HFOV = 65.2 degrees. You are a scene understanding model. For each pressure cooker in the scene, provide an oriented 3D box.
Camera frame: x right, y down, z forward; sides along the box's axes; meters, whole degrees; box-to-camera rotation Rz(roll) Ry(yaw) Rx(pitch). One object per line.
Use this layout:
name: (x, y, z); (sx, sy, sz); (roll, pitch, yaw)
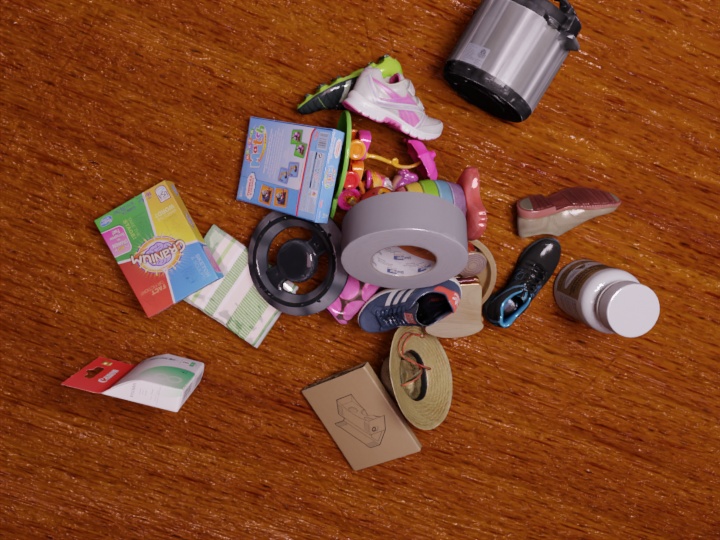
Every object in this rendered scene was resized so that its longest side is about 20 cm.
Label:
pressure cooker: (0.257, -0.372, 0.940); (0.175, 0.179, 0.201); (30, 98, -4)

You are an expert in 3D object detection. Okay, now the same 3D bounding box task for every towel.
towel: (-0.237, 0.033, 1.067); (0.199, 0.023, 0.153); (36, 95, -6)

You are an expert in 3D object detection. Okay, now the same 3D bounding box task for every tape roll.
tape roll: (0.068, -0.041, 0.888); (0.199, 0.201, 0.067); (4, 64, -3)

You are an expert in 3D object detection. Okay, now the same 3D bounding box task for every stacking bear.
stacking bear: (0.094, -0.102, 0.950); (0.198, 0.114, 0.122); (-2, 68, -10)

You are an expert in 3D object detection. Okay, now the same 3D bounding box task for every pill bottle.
pill bottle: (0.436, 0.050, 1.006); (0.113, 0.200, 0.115); (0, 99, -3)

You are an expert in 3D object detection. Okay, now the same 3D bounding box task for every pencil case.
pencil case: (0.000, 0.000, 1.038); (0.093, 0.091, 0.200); (37, 98, -13)

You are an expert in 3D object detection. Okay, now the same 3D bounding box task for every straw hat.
straw hat: (0.086, 0.201, 1.072); (0.085, 0.201, 0.202); (-16, 103, 40)

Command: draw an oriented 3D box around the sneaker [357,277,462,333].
sneaker: (0.080, 0.071, 0.979); (0.199, 0.085, 0.075); (-25, 112, 21)

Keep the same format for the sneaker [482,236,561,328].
sneaker: (0.315, 0.028, 1.058); (0.073, 0.082, 0.201); (34, 96, -8)

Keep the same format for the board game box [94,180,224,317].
board game box: (-0.365, -0.039, 1.026); (0.152, 0.040, 0.201); (-29, 93, 4)

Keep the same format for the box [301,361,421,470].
box: (0.001, 0.284, 1.084); (0.163, 0.021, 0.201); (-27, 100, 30)

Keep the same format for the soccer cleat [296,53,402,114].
soccer cleat: (-0.014, -0.310, 0.998); (0.199, 0.068, 0.081); (-24, 108, 0)

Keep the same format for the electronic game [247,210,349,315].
electronic game: (-0.113, -0.018, 1.013); (0.199, 0.042, 0.202); (2, 97, 17)

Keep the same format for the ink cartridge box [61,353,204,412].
ink cartridge box: (-0.399, 0.184, 1.014); (0.199, 0.161, 0.050); (17, 97, -5)

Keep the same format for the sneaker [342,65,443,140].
sneaker: (0.070, -0.286, 0.964); (0.199, 0.081, 0.089); (13, 107, -36)

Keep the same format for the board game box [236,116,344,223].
board game box: (-0.126, -0.176, 0.970); (0.199, 0.036, 0.152); (18, 101, 34)

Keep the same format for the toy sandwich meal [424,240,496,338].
toy sandwich meal: (0.163, 0.031, 1.036); (0.204, 0.070, 0.206); (-1, 119, -2)

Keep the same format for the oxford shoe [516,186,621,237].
oxford shoe: (0.386, -0.107, 1.057); (0.198, 0.071, 0.075); (-7, 126, -3)

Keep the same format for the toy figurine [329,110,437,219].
toy figurine: (0.043, -0.168, 1.003); (0.183, 0.150, 0.201); (6, 120, -13)
